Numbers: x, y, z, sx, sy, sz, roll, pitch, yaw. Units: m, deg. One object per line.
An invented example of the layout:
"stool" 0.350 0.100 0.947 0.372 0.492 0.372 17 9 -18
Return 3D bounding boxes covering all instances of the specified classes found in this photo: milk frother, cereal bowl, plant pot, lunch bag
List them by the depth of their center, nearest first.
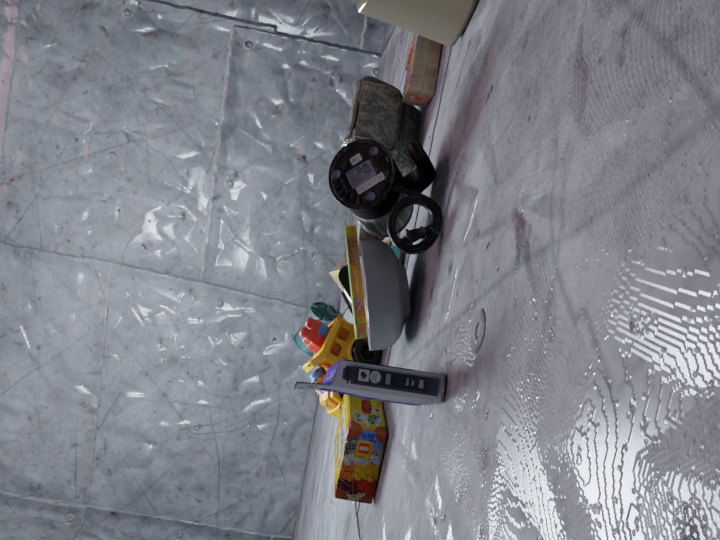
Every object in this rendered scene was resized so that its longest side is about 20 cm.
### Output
"plant pot" 0.125 -0.533 1.019 0.176 0.194 0.206 166 116 -70
"milk frother" 0.057 -0.103 1.068 0.188 0.175 0.207 35 -135 -71
"cereal bowl" 0.045 0.042 1.124 0.200 0.080 0.207 173 90 -88
"lunch bag" 0.037 -0.315 1.389 0.137 0.166 0.206 -17 54 43
"plant pot" -0.202 0.275 2.950 0.202 0.195 0.200 -89 18 -59

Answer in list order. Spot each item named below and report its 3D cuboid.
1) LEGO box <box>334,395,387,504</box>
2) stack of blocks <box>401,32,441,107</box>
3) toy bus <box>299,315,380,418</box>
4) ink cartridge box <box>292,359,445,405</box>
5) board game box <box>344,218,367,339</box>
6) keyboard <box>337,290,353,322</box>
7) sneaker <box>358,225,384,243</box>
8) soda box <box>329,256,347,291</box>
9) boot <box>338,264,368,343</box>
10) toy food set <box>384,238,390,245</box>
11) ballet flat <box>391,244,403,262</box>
"LEGO box" -0.004 0.339 1.236 0.200 0.075 0.154 -99 21 -75
"stack of blocks" 0.138 -0.469 1.345 0.115 0.057 0.207 142 137 -82
"toy bus" -0.067 0.205 1.407 0.204 0.189 0.136 -63 10 -25
"ink cartridge box" 0.002 0.158 0.874 0.198 0.193 0.045 122 155 -75
"board game box" -0.010 0.014 1.125 0.096 0.029 0.206 91 171 -72
"keyboard" -0.018 0.083 1.539 0.128 0.020 0.200 -54 19 7
"sneaker" 0.061 -0.140 1.474 0.204 0.069 0.075 -64 -14 4
"soda box" 0.000 0.000 1.473 0.068 0.065 0.199 -41 11 -23
"boot" 0.011 0.087 1.379 0.076 0.072 0.204 81 165 -63
"toy food set" 0.030 0.005 1.589 0.144 0.058 0.206 116 163 -72
"ballet flat" 0.048 0.027 1.313 0.067 0.068 0.207 131 149 -75
